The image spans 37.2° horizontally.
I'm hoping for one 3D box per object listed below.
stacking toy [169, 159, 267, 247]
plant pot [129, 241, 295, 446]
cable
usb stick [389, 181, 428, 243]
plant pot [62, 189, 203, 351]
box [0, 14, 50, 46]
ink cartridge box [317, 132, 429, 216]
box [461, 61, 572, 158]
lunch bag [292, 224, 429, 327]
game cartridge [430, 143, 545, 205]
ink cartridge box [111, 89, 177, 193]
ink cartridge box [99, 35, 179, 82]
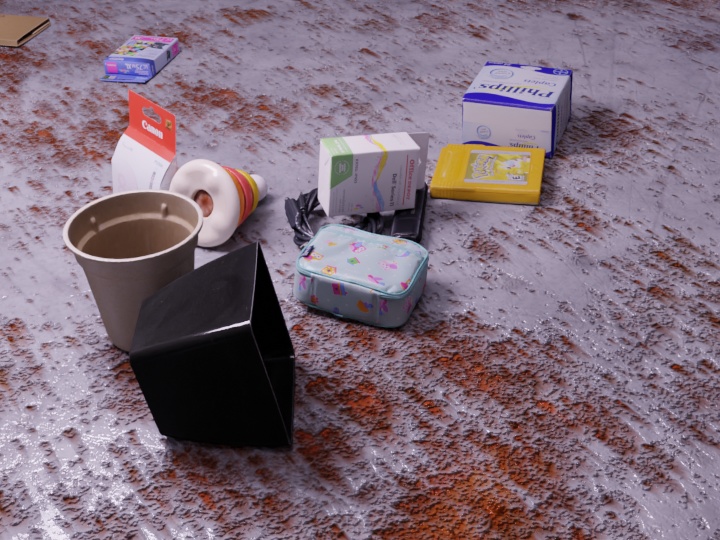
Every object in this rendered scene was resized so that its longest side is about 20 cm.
[{"bbox_3d":[-0.225,-0.127,1.862,0.145,0.148,0.199,16,18,25],"label":"stacking toy"},{"bbox_3d":[-0.195,0.113,1.417,0.175,0.201,0.201,-13,33,5],"label":"plant pot"},{"bbox_3d":[-0.040,-0.079,1.824,0.161,0.051,0.201,-5,35,-18],"label":"cable"},{"bbox_3d":[0.085,-0.099,1.853,0.055,0.033,0.201,-3,33,11],"label":"usb stick"},{"bbox_3d":[-0.320,0.011,1.569,0.198,0.185,0.201,-1,32,1],"label":"plant pot"},{"bbox_3d":[-0.905,-0.604,2.685,0.197,0.021,0.164,7,35,14],"label":"box"},{"bbox_3d":[0.032,-0.164,1.809,0.197,0.118,0.067,-7,33,-18],"label":"ink cartridge box"},{"bbox_3d":[0.311,-0.321,2.111,0.182,0.106,0.200,9,35,18],"label":"box"},{"bbox_3d":[0.000,0.000,1.654,0.198,0.078,0.161,16,39,15],"label":"lunch bag"},{"bbox_3d":[0.237,-0.181,1.970,0.197,0.033,0.177,6,34,10],"label":"game cartridge"},{"bbox_3d":[-0.378,-0.193,1.866,0.057,0.202,0.162,-24,38,-34],"label":"ink cartridge box"},{"bbox_3d":[-0.511,-0.491,2.477,0.118,0.042,0.201,7,36,14],"label":"ink cartridge box"}]
